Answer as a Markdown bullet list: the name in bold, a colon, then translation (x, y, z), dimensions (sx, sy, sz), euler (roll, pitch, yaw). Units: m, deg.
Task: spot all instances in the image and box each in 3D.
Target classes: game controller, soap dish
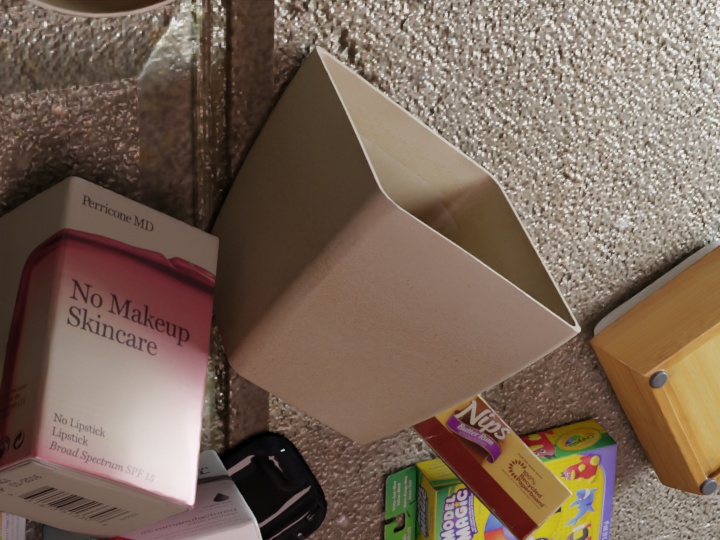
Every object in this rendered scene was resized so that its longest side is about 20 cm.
- **game controller**: translation (-0.124, 0.212, 1.418), dimensions (0.200, 0.042, 0.104), euler (-33, 113, -6)
- **soap dish**: translation (0.298, 0.087, 1.522), dimensions (0.157, 0.081, 0.200), euler (-35, 129, -4)

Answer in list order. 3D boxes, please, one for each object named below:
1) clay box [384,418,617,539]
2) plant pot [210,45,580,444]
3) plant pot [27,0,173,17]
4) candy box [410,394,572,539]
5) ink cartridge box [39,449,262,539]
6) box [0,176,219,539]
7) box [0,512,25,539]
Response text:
- **clay box**: translation (0.119, 0.205, 1.522), dimensions (0.200, 0.048, 0.115), euler (-13, 122, -20)
- **plant pot**: translation (0.000, 0.000, 1.259), dimensions (0.200, 0.200, 0.177), euler (34, 110, -34)
- **plant pot**: translation (-0.164, -0.266, 1.050), dimensions (0.200, 0.134, 0.201), euler (-13, 123, -20)
- **candy box**: translation (0.096, 0.141, 1.362), dimensions (0.056, 0.200, 0.117), euler (-44, 86, 0)
- **ink cartridge box**: translation (-0.151, 0.206, 1.282), dimensions (0.145, 0.200, 0.084), euler (-14, 102, -11)
- **box**: translation (-0.180, 0.061, 1.181), dimensions (0.128, 0.200, 0.109), euler (23, 148, -36)
- **box**: translation (-0.343, 0.186, 1.247), dimensions (0.200, 0.101, 0.113), euler (-6, 120, -24)
